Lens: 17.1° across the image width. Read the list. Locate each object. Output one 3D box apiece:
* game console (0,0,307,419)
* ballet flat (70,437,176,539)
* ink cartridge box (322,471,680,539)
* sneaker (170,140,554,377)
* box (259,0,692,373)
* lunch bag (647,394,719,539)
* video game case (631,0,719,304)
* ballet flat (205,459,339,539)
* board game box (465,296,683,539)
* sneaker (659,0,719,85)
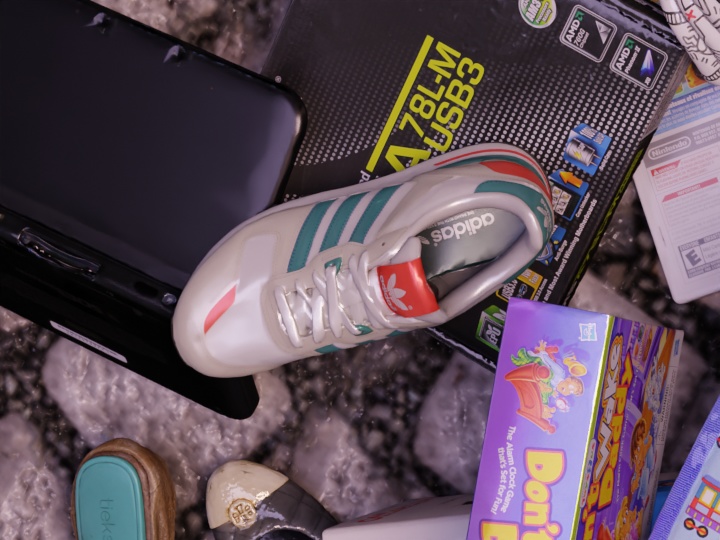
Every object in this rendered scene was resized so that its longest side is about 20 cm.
[{"bbox_3d":[-0.125,-0.037,1.254,0.199,0.176,0.117,25,68,18],"label":"game console"},{"bbox_3d":[-0.124,0.188,1.278,0.067,0.072,0.202,1,93,19],"label":"ballet flat"},{"bbox_3d":[0.098,0.147,1.155,0.198,0.146,0.085,-8,88,19],"label":"ink cartridge box"},{"bbox_3d":[0.001,0.000,1.130,0.198,0.093,0.071,-21,104,3],"label":"sneaker"},{"bbox_3d":[0.044,-0.077,1.200,0.192,0.047,0.201,30,112,11],"label":"box"},{"bbox_3d":[0.218,0.090,1.009,0.150,0.094,0.201,30,93,16],"label":"lunch bag"},{"bbox_3d":[0.190,-0.101,1.179,0.142,0.018,0.202,-20,86,20],"label":"video game case"},{"bbox_3d":[-0.020,0.186,1.248,0.066,0.057,0.201,-35,80,17],"label":"ballet flat"},{"bbox_3d":[0.084,0.117,1.012,0.044,0.134,0.202,10,90,21],"label":"board game box"},{"bbox_3d":[0.232,-0.103,1.119,0.108,0.201,0.068,-19,45,55],"label":"sneaker"}]
